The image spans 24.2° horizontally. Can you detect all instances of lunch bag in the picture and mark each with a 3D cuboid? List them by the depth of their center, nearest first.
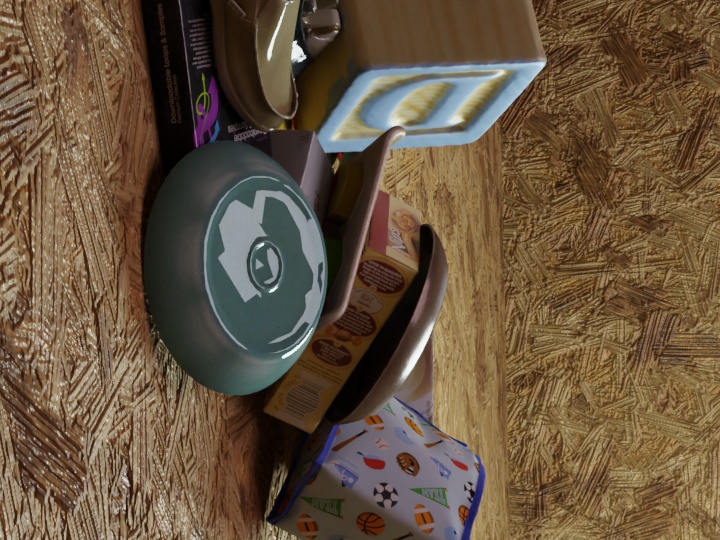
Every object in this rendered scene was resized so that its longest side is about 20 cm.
[{"bbox_3d":[0.023,0.198,1.594,0.124,0.170,0.200,-51,-171,33],"label":"lunch bag"}]

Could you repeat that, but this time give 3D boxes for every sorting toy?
[{"bbox_3d":[-0.035,-0.023,1.496,0.185,0.036,0.200,-34,-146,64],"label":"sorting toy"}]

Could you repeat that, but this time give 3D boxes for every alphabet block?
[{"bbox_3d":[0.039,-0.244,1.614,0.195,0.196,0.200,133,-52,-61],"label":"alphabet block"}]

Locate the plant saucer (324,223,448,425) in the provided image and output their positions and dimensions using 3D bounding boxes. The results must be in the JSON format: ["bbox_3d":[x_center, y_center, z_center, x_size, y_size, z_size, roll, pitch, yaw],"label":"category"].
[{"bbox_3d":[0.027,0.053,1.511,0.200,0.032,0.200,-59,-168,21],"label":"plant saucer"}]

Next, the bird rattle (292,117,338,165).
[{"bbox_3d":[-0.022,-0.174,1.775,0.163,0.112,0.200,98,1,-50],"label":"bird rattle"}]

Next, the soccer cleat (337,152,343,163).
[{"bbox_3d":[-0.007,-0.212,1.941,0.073,0.068,0.200,-23,111,-74],"label":"soccer cleat"}]

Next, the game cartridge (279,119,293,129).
[{"bbox_3d":[-0.095,-0.124,1.554,0.176,0.032,0.200,-77,162,-57],"label":"game cartridge"}]

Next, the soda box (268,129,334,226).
[{"bbox_3d":[-0.079,-0.020,1.423,0.068,0.064,0.200,63,33,-56],"label":"soda box"}]

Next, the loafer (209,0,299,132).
[{"bbox_3d":[-0.079,-0.202,1.322,0.076,0.067,0.200,-60,141,-53],"label":"loafer"}]

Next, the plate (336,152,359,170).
[{"bbox_3d":[0.005,-0.121,1.796,0.200,0.026,0.200,-159,-90,-81],"label":"plate"}]

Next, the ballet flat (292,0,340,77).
[{"bbox_3d":[-0.052,-0.226,1.472,0.200,0.073,0.073,84,6,-65],"label":"ballet flat"}]

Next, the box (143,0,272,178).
[{"bbox_3d":[-0.123,-0.175,1.348,0.143,0.036,0.200,-29,114,-66],"label":"box"}]

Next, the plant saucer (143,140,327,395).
[{"bbox_3d":[-0.085,-0.003,1.307,0.200,0.036,0.200,5,83,-51],"label":"plant saucer"}]

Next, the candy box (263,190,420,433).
[{"bbox_3d":[-0.017,0.037,1.523,0.200,0.055,0.115,-57,-166,27],"label":"candy box"}]

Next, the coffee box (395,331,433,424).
[{"bbox_3d":[0.012,0.143,1.731,0.080,0.114,0.200,128,-33,-62],"label":"coffee box"}]
